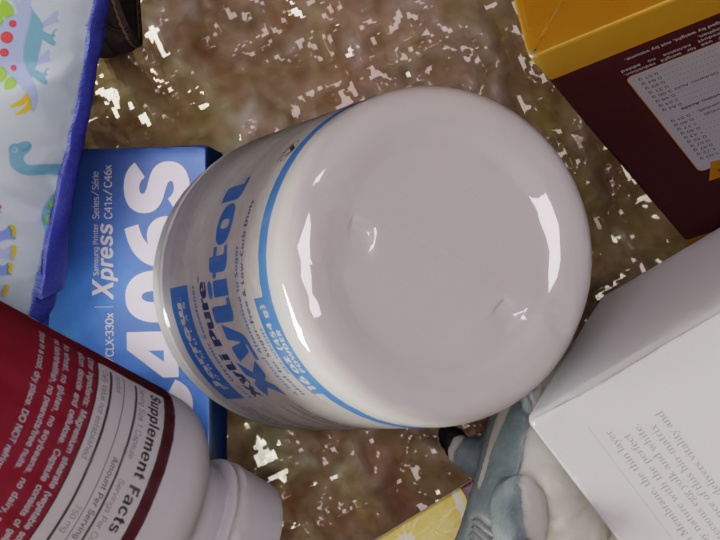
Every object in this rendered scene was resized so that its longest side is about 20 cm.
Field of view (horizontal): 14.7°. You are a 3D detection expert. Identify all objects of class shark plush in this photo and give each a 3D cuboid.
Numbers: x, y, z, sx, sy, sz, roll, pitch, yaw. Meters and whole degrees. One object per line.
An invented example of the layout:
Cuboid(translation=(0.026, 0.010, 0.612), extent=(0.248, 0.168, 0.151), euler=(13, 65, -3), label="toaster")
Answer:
Cuboid(translation=(0.057, 0.068, 1.157), extent=(0.083, 0.091, 0.201), euler=(-23, 68, 41), label="shark plush")

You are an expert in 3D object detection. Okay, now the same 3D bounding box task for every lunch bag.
Cuboid(translation=(-0.203, -0.077, 1.199), extent=(0.200, 0.127, 0.171), euler=(19, 107, 24), label="lunch bag")

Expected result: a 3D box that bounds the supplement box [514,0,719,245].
Cuboid(translation=(0.178, -0.131, 1.102), extent=(0.197, 0.200, 0.133), euler=(-21, 61, 17), label="supplement box")

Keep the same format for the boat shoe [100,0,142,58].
Cuboid(translation=(-0.107, -0.196, 1.245), extent=(0.073, 0.074, 0.201), euler=(-6, 88, 7), label="boat shoe")

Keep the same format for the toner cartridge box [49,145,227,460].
Cuboid(translation=(-0.109, 0.046, 1.248), extent=(0.095, 0.043, 0.201), euler=(-2, 87, 8), label="toner cartridge box")

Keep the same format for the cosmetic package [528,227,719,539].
Cuboid(translation=(0.212, 0.067, 1.098), extent=(0.200, 0.123, 0.200), euler=(-32, 100, 29), label="cosmetic package")

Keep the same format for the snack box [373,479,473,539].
Cuboid(translation=(0.074, 0.173, 1.205), extent=(0.200, 0.068, 0.169), euler=(-31, 82, 5), label="snack box")

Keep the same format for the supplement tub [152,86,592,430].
Cuboid(translation=(0.000, 0.000, 1.141), extent=(0.132, 0.200, 0.132), euler=(2, 85, -19), label="supplement tub")

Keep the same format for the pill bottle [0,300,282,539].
Cuboid(translation=(-0.137, 0.082, 1.142), extent=(0.200, 0.113, 0.113), euler=(31, 91, -22), label="pill bottle")
